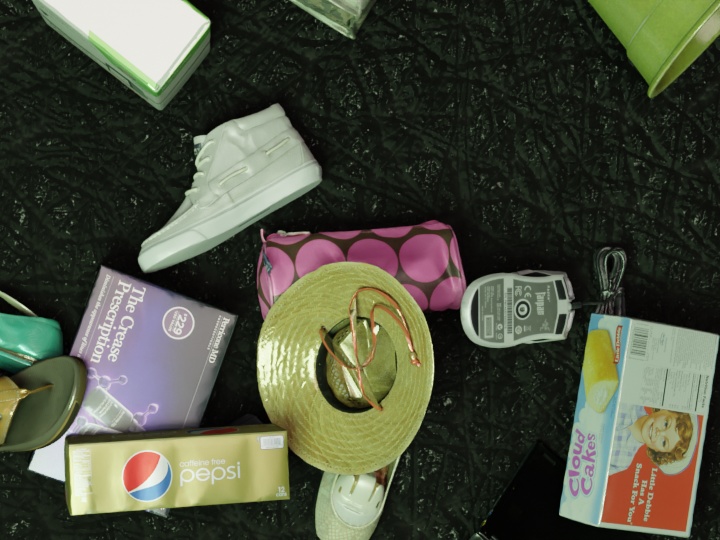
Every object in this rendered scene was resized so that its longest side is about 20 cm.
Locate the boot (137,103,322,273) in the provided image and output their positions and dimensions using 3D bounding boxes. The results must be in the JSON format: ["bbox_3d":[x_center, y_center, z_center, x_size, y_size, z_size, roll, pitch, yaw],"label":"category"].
[{"bbox_3d":[-0.141,-0.081,1.608,0.199,0.074,0.096,-30,86,-15],"label":"boot"}]

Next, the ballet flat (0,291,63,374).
[{"bbox_3d":[-0.373,0.045,1.579,0.198,0.067,0.071,17,62,-6],"label":"ballet flat"}]

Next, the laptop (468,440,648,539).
[{"bbox_3d":[0.171,0.314,1.659,0.187,0.116,0.200,42,55,-5],"label":"laptop"}]

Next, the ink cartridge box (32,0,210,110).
[{"bbox_3d":[-0.215,-0.227,1.532,0.145,0.200,0.084,38,87,-4],"label":"ink cartridge box"}]

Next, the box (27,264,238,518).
[{"bbox_3d":[-0.214,0.112,1.582,0.140,0.079,0.202,20,86,-11],"label":"box"}]

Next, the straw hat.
[{"bbox_3d":[0.007,0.085,1.560,0.200,0.085,0.203,4,98,31],"label":"straw hat"}]

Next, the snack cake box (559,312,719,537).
[{"bbox_3d":[0.271,0.150,1.630,0.114,0.067,0.202,11,88,-30],"label":"snack cake box"}]

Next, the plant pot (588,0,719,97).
[{"bbox_3d":[0.279,-0.305,1.618,0.190,0.200,0.200,44,84,9],"label":"plant pot"}]

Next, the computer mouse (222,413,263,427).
[{"bbox_3d":[-0.083,0.151,1.620,0.199,0.034,0.059,-33,92,-7],"label":"computer mouse"}]

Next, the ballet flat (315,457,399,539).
[{"bbox_3d":[0.006,0.182,1.616,0.067,0.062,0.202,18,86,-6],"label":"ballet flat"}]

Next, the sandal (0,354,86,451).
[{"bbox_3d":[-0.335,0.124,1.533,0.198,0.054,0.083,-10,71,27],"label":"sandal"}]

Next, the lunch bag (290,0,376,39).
[{"bbox_3d":[-0.049,-0.348,1.600,0.199,0.118,0.165,30,85,1],"label":"lunch bag"}]

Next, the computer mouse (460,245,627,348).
[{"bbox_3d":[0.173,0.032,1.631,0.198,0.044,0.111,-1,94,-29],"label":"computer mouse"}]

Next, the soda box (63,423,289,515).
[{"bbox_3d":[-0.167,0.178,1.516,0.198,0.068,0.065,-2,91,-13],"label":"soda box"}]

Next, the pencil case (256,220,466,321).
[{"bbox_3d":[0.000,0.000,1.611,0.198,0.091,0.095,-4,76,-9],"label":"pencil case"}]
